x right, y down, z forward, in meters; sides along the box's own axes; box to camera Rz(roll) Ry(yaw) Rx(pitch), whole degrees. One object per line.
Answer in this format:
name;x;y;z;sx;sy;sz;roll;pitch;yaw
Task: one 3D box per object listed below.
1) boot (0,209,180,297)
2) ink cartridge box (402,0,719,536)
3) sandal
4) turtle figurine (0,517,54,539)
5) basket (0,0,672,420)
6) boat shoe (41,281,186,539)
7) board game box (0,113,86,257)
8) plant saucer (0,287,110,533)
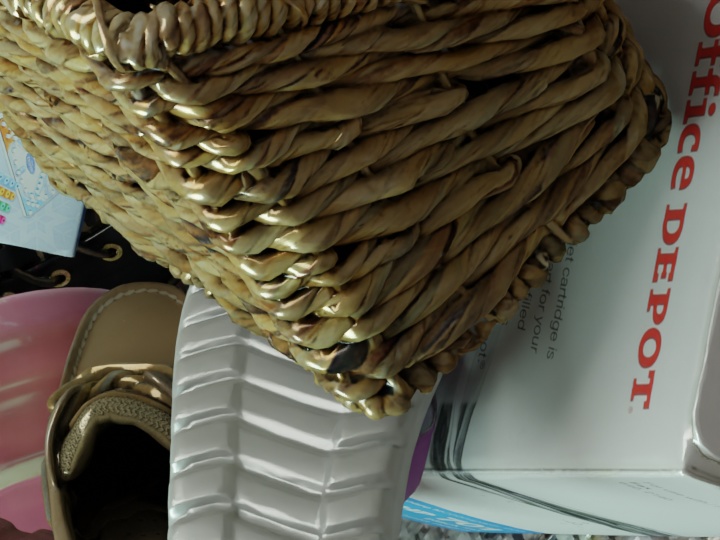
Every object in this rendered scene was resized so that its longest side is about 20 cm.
boot;-0.112;-0.010;1.077;0.203;0.153;0.074;-24;92;56
ink cartridge box;0.071;-0.002;0.852;0.200;0.086;0.147;-5;69;56
sandal;-0.013;0.048;0.824;0.082;0.050;0.204;3;61;19
turtle figurine;-0.144;0.169;0.884;0.199;0.144;0.194;-33;-1;-10
basket;-0.028;-0.084;0.789;0.143;0.149;0.200;-44;38;-10
boat shoe;-0.060;0.057;0.898;0.071;0.065;0.200;-17;36;1
board game box;-0.085;-0.136;0.983;0.200;0.043;0.200;-90;13;-65
plant saucer;-0.136;0.090;1.037;0.201;0.200;0.051;-51;58;28
